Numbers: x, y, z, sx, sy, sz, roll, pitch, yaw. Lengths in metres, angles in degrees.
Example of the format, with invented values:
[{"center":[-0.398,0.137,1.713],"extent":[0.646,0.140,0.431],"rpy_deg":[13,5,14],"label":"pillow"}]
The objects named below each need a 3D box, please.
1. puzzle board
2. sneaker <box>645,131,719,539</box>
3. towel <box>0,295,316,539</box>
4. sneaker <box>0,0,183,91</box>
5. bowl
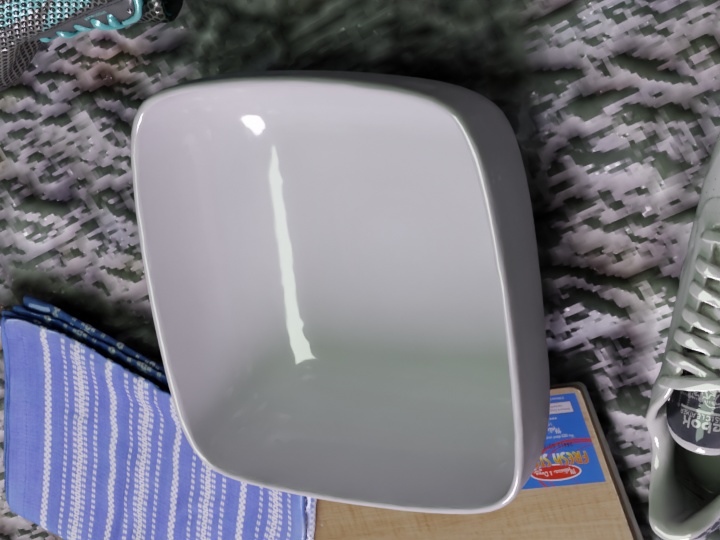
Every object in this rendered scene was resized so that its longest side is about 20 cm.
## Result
[{"center":[0.051,0.130,1.269],"extent":[0.200,0.017,0.151],"rpy_deg":[-10,106,38],"label":"puzzle board"},{"center":[0.159,0.020,1.088],"extent":[0.076,0.080,0.200],"rpy_deg":[20,123,28],"label":"sneaker"},{"center":[-0.109,0.110,1.357],"extent":[0.200,0.024,0.145],"rpy_deg":[27,130,27],"label":"towel"},{"center":[-0.126,-0.136,1.216],"extent":[0.091,0.078,0.200],"rpy_deg":[43,133,4],"label":"sneaker"},{"center":[0.000,0.000,1.190],"extent":[0.199,0.075,0.200],"rpy_deg":[4,113,35],"label":"bowl"}]
